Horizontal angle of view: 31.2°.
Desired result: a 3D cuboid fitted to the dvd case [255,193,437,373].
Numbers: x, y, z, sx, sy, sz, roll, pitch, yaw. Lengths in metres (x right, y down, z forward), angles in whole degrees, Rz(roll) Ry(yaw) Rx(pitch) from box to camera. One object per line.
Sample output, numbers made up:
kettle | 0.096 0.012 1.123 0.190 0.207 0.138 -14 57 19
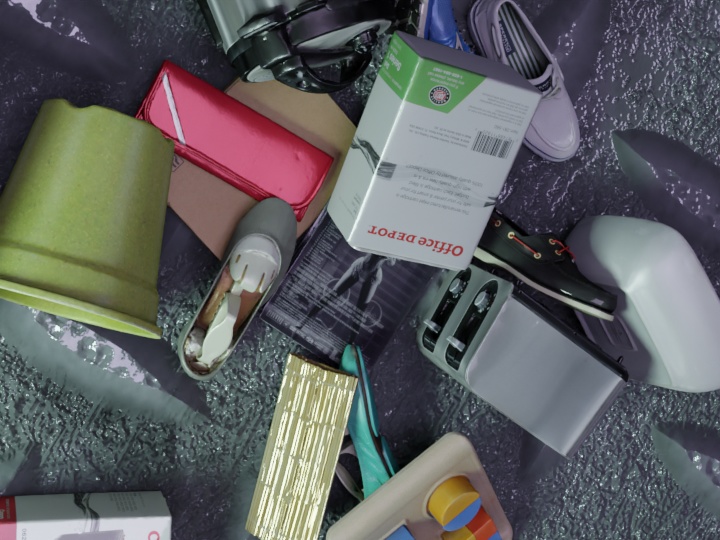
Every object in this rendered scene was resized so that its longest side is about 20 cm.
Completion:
dvd case | 0.000 0.000 1.358 0.148 0.016 0.201 35 88 -27

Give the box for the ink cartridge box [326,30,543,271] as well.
ink cartridge box | 0.070 -0.115 1.280 0.145 0.084 0.202 12 113 -27

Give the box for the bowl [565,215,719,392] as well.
bowl | 0.295 0.044 1.366 0.074 0.199 0.201 -34 107 -18

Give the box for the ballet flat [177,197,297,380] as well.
ballet flat | -0.119 0.023 1.288 0.067 0.064 0.201 28 101 -15

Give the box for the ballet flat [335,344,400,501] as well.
ballet flat | -0.004 0.178 1.361 0.070 0.067 0.202 -17 108 4

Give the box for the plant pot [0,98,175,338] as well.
plant pot | -0.259 -0.052 1.203 0.198 0.200 0.186 17 81 -19

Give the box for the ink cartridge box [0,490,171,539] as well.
ink cartridge box | -0.290 0.305 1.284 0.198 0.083 0.149 0 97 -17

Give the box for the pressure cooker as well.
pressure cooker | -0.060 -0.263 1.212 0.174 0.178 0.202 -22 91 -18

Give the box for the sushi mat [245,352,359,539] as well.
sushi mat | -0.062 0.193 1.338 0.012 0.095 0.202 4 102 -57

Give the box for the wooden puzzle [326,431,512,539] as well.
wooden puzzle | 0.075 0.292 1.381 0.185 0.046 0.201 -37 132 -9

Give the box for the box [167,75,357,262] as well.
box | -0.101 -0.108 1.317 0.200 0.021 0.164 -45 108 -7

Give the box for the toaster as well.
toaster | 0.169 0.091 1.351 0.199 0.181 0.119 35 90 -18

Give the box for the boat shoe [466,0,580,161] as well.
boat shoe | 0.178 -0.199 1.369 0.073 0.067 0.201 -39 107 -8

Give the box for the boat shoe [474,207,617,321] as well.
boat shoe | 0.187 -0.010 1.338 0.073 0.201 0.064 24 97 -52

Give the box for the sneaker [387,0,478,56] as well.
sneaker | 0.081 -0.230 1.338 0.088 0.078 0.202 -8 108 -23

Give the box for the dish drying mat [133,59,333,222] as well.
dish drying mat | -0.126 -0.127 1.286 0.199 0.018 0.077 29 88 -18
